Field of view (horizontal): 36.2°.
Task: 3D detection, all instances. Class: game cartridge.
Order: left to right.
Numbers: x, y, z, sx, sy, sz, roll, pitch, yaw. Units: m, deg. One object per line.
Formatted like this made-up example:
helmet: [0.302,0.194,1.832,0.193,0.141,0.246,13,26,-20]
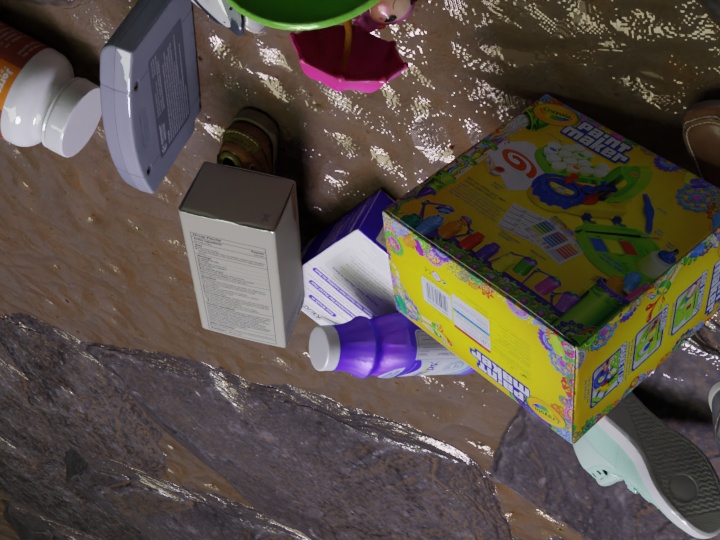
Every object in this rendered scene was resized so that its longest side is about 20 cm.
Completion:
game cartridge: [-0.201,-0.173,1.058,0.040,0.134,0.200,17,145,7]

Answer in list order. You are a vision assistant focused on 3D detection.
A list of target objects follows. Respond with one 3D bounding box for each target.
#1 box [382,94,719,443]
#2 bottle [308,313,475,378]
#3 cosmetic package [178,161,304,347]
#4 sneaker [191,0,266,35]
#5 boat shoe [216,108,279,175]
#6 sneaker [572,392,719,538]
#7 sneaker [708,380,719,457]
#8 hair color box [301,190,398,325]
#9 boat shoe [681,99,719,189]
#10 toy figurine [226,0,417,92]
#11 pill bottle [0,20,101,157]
box: [0.157,-0.009,0.873,0.200,0.192,0.122,38,153,35]
bottle: [0.044,0.080,1.171,0.199,0.066,0.083,0,162,-29]
cosmetic package: [-0.118,-0.013,1.142,0.105,0.071,0.201,14,143,9]
sneaker: [-0.092,-0.260,0.902,0.199,0.080,0.130,-13,129,47]
boat shoe: [-0.123,-0.082,1.179,0.072,0.068,0.200,18,147,17]
sneaker: [0.307,0.217,1.184,0.201,0.073,0.119,52,156,29]
sneaker: [0.390,0.188,1.078,0.074,0.107,0.200,-10,139,17]
hair color box: [0.000,0.000,1.196,0.109,0.065,0.200,39,145,-14]
boat shoe: [0.314,-0.049,0.863,0.200,0.072,0.076,46,145,-22]
toy figurine: [-0.001,-0.220,0.839,0.150,0.200,0.184,43,173,21]
pill bottle: [-0.383,-0.204,1.184,0.199,0.112,0.112,27,148,5]
